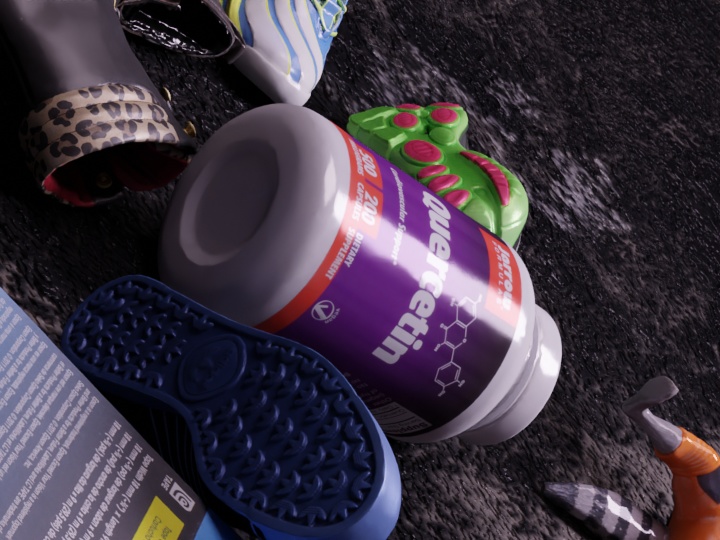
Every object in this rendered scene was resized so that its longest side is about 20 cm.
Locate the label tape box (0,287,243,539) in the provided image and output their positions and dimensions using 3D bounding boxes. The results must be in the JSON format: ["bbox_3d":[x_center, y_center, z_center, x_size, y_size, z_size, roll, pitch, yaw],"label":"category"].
[{"bbox_3d":[-0.125,0.085,0.913,0.200,0.063,0.144,47,19,-8],"label":"label tape box"}]

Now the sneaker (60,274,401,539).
[{"bbox_3d":[-0.040,0.067,1.032,0.200,0.070,0.078,34,-15,48],"label":"sneaker"}]

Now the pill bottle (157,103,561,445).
[{"bbox_3d":[0.006,0.010,1.251,0.199,0.112,0.113,31,26,-39],"label":"pill bottle"}]

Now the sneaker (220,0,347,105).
[{"bbox_3d":[-0.032,-0.177,1.522,0.076,0.105,0.201,37,22,-27],"label":"sneaker"}]

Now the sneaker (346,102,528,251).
[{"bbox_3d":[0.038,-0.040,1.492,0.076,0.084,0.200,-3,25,-12],"label":"sneaker"}]

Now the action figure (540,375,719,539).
[{"bbox_3d":[0.193,0.128,1.456,0.193,0.104,0.201,36,48,-44],"label":"action figure"}]

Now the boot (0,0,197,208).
[{"bbox_3d":[-0.124,-0.107,1.232,0.151,0.073,0.200,64,18,13],"label":"boot"}]

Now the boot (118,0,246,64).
[{"bbox_3d":[-0.145,-0.204,1.393,0.199,0.069,0.175,25,34,-45],"label":"boot"}]
